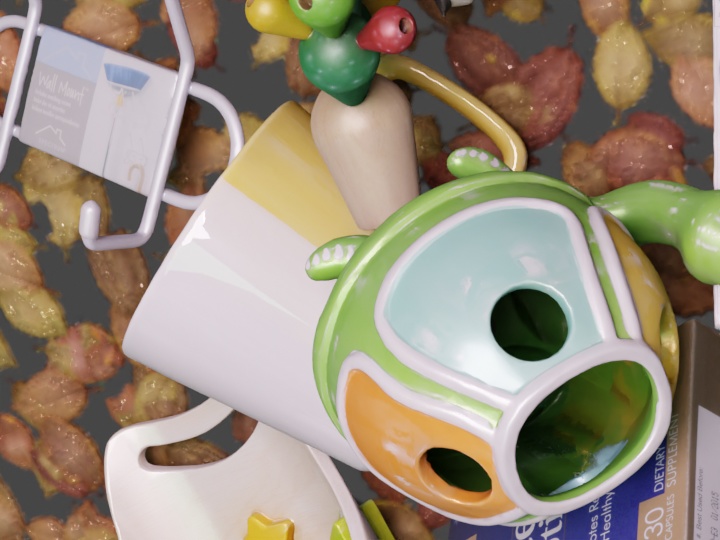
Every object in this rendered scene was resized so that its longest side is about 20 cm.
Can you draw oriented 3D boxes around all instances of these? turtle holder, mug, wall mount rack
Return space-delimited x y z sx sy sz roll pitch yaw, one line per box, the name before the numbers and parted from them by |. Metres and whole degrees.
turtle holder | 0.079 0.034 0.723 0.132 0.185 0.141 -137 45 -56
mug | -0.005 0.007 0.836 0.153 0.149 0.187 34 121 2
wall mount rack | -0.147 -0.111 0.877 0.200 0.075 0.174 22 105 31

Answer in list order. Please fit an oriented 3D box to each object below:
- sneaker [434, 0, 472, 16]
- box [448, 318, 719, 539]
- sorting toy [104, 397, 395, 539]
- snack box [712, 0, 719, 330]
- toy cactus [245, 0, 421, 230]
sneaker | 0.058 -0.223 0.796 0.088 0.077 0.201 -9 101 -7
box | 0.089 0.115 0.788 0.032 0.121 0.200 28 140 -22
sorting toy | -0.060 0.148 0.924 0.200 0.107 0.180 -29 83 30
snack box | 0.192 -0.073 0.753 0.072 0.024 0.201 -2 82 22
toy cactus | -0.002 -0.103 0.756 0.102 0.200 0.165 -19 104 -8
